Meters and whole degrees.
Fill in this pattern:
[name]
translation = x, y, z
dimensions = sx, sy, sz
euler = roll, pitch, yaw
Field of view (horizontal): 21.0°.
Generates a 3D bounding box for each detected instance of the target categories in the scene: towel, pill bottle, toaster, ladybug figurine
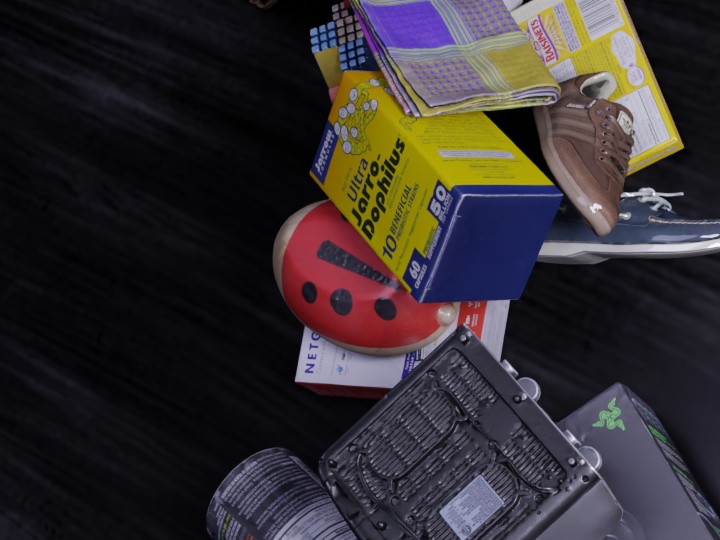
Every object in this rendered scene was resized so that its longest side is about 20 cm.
[towel]
translation = 0.076, -0.204, 1.676
dimensions = 0.143, 0.023, 0.200
euler = -9, 49, -19
[pill bottle]
translation = -0.034, 0.250, 1.673
dimensions = 0.200, 0.106, 0.106
euler = 40, 93, 32
[toaster]
translation = 0.081, 0.175, 1.518
dimensions = 0.200, 0.119, 0.181
euler = -43, 57, 3
[ladybug figurine]
translation = 0.000, 0.000, 1.707
dimensions = 0.200, 0.072, 0.136
euler = 22, 83, 32

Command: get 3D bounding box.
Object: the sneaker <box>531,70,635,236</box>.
[sneaker]
translation = 0.196, -0.109, 1.638
dimensions = 0.075, 0.070, 0.200
euler = -33, 34, 14

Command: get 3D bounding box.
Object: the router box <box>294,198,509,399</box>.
[router box]
translation = 0.045, 0.018, 1.749
dimensions = 0.179, 0.049, 0.200
euler = 1, 73, 28

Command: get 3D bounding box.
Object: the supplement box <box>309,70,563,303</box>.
[supplement box]
translation = 0.060, -0.073, 1.641
dimensions = 0.200, 0.109, 0.109
euler = 50, 130, 43

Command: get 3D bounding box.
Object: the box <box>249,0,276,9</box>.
[box]
translation = -0.043, -0.357, 1.883
dimensions = 0.021, 0.163, 0.200
euler = 27, 82, -11

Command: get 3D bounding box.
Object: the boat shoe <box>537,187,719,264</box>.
[boat shoe]
translation = 0.231, -0.039, 1.661
dimensions = 0.200, 0.075, 0.062
euler = -2, 82, 36

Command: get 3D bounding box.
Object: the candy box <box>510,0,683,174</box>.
[candy box]
translation = 0.210, -0.173, 1.746
dimensions = 0.102, 0.026, 0.200
euler = -27, 61, 20

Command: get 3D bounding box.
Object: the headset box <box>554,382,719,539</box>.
[headset box]
translation = 0.195, 0.215, 1.573
dimensions = 0.174, 0.093, 0.200
euler = -35, 59, 12

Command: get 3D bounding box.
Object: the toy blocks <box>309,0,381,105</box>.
[toy blocks]
translation = 0.005, -0.185, 1.793
dimensions = 0.100, 0.137, 0.200
euler = -16, 65, 22

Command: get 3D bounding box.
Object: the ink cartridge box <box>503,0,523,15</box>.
[ink cartridge box]
translation = 0.071, -0.317, 1.837
dimensions = 0.200, 0.084, 0.146
euler = 23, 84, 31
